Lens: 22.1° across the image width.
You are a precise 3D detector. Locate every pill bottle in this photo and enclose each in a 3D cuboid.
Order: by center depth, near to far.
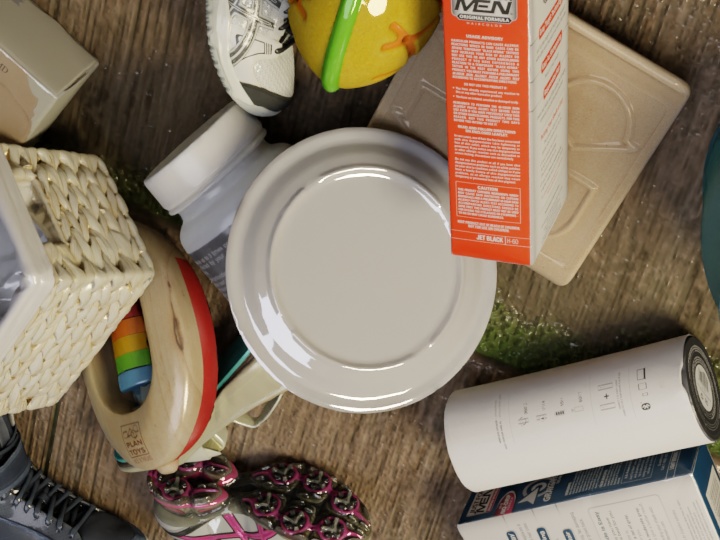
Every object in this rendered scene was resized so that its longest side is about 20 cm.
[{"bbox_3d":[-0.062,-0.021,1.374,0.113,0.114,0.200,-34,102,31],"label":"pill bottle"}]

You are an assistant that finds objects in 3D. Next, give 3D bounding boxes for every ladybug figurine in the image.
[{"bbox_3d":[-0.162,0.059,1.445,0.135,0.072,0.202,-17,80,46],"label":"ladybug figurine"}]

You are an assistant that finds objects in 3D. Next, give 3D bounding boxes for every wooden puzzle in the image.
[{"bbox_3d":[0.113,-0.108,1.310,0.184,0.046,0.201,31,127,2],"label":"wooden puzzle"}]

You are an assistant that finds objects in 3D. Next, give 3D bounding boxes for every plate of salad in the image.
[{"bbox_3d":[0.000,0.000,1.308,0.198,0.048,0.202,1,86,-14],"label":"plate of salad"}]

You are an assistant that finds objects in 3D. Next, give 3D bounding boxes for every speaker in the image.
[{"bbox_3d":[0.164,0.109,1.384,0.199,0.081,0.082,-16,111,26],"label":"speaker"}]

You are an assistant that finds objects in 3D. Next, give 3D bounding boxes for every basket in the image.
[{"bbox_3d":[-0.265,0.011,1.409,0.200,0.123,0.136,-47,60,36],"label":"basket"}]

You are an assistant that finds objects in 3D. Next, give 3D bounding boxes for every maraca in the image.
[{"bbox_3d":[0.013,-0.213,1.226,0.106,0.137,0.201,20,109,0],"label":"maraca"}]

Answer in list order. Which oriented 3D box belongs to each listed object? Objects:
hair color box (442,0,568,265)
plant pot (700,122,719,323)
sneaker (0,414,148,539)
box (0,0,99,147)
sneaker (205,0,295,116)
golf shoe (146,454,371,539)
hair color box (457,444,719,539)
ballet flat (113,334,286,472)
[{"bbox_3d":[0.098,-0.116,1.218,0.061,0.102,0.201,8,122,18],"label":"hair color box"},{"bbox_3d":[0.309,-0.013,1.203,0.198,0.188,0.202,9,120,15],"label":"plant pot"},{"bbox_3d":[-0.280,0.186,1.584,0.201,0.077,0.147,9,122,16],"label":"sneaker"},{"bbox_3d":[-0.300,-0.114,1.430,0.095,0.078,0.200,40,123,-5],"label":"box"},{"bbox_3d":[-0.061,-0.202,1.299,0.087,0.076,0.202,1,118,19],"label":"sneaker"},{"bbox_3d":[-0.079,0.207,1.534,0.198,0.073,0.093,11,135,23],"label":"golf shoe"},{"bbox_3d":[0.187,0.202,1.437,0.199,0.061,0.101,-16,110,26],"label":"hair color box"},{"bbox_3d":[-0.119,0.117,1.503,0.070,0.070,0.200,47,121,-9],"label":"ballet flat"}]
